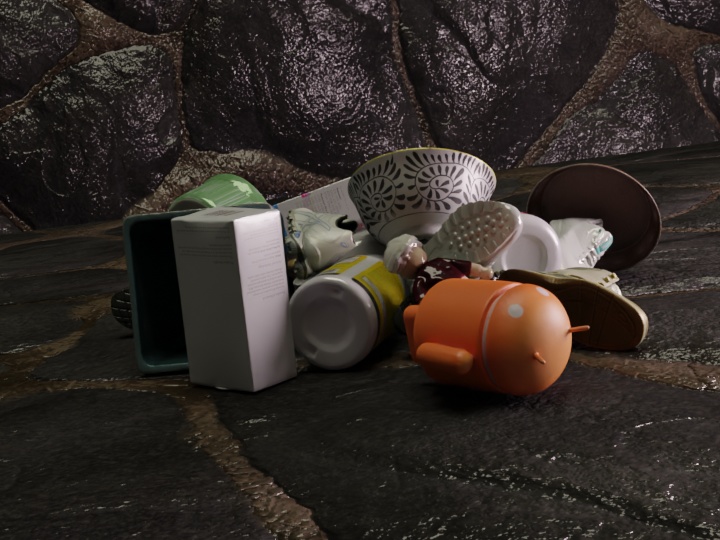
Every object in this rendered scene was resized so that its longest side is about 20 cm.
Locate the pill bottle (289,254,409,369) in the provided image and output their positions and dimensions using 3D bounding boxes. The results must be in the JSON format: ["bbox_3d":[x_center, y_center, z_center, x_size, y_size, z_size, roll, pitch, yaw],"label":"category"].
[{"bbox_3d":[-0.008,0.044,1.408,0.113,0.116,0.200,-3,10,19],"label":"pill bottle"}]

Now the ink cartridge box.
[{"bbox_3d":[-0.051,-0.079,1.688,0.198,0.068,0.115,-20,-9,1],"label":"ink cartridge box"}]

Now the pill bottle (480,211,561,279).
[{"bbox_3d":[0.195,-0.030,1.559,0.111,0.114,0.200,-8,10,-9],"label":"pill bottle"}]

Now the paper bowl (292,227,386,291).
[{"bbox_3d":[0.000,0.000,1.617,0.199,0.105,0.201,-16,9,3],"label":"paper bowl"}]

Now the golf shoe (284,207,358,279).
[{"bbox_3d":[-0.047,-0.044,1.508,0.096,0.079,0.200,-19,19,1],"label":"golf shoe"}]

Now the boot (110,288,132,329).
[{"bbox_3d":[-0.282,0.053,1.726,0.198,0.069,0.131,-1,3,-15],"label":"boot"}]

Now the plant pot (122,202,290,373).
[{"bbox_3d":[-0.179,0.016,1.488,0.194,0.199,0.200,-5,3,8],"label":"plant pot"}]

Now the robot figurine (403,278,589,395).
[{"bbox_3d":[0.136,0.066,1.172,0.143,0.118,0.199,27,-15,-40],"label":"robot figurine"}]

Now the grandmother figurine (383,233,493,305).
[{"bbox_3d":[0.107,0.026,1.318,0.199,0.061,0.121,37,36,20],"label":"grandmother figurine"}]

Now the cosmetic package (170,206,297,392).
[{"bbox_3d":[-0.146,0.033,1.313,0.112,0.202,0.081,5,15,40],"label":"cosmetic package"}]

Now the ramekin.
[{"bbox_3d":[-0.240,-0.054,1.911,0.199,0.202,0.097,2,20,41],"label":"ramekin"}]

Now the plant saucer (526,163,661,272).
[{"bbox_3d":[0.346,-0.083,1.675,0.198,0.201,0.035,-2,39,25],"label":"plant saucer"}]

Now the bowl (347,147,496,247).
[{"bbox_3d":[0.082,-0.070,1.490,0.198,0.095,0.201,0,-25,0],"label":"bowl"}]

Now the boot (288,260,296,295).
[{"bbox_3d":[-0.107,0.014,1.787,0.199,0.074,0.155,7,17,43],"label":"boot"}]

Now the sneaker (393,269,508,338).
[{"bbox_3d":[0.119,0.057,1.403,0.199,0.079,0.085,-7,-19,-38],"label":"sneaker"}]

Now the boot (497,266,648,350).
[{"bbox_3d":[0.283,0.039,1.367,0.199,0.073,0.154,18,13,40],"label":"boot"}]

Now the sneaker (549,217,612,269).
[{"bbox_3d":[0.311,-0.026,1.583,0.088,0.076,0.201,-13,27,16],"label":"sneaker"}]

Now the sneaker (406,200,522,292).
[{"bbox_3d":[0.141,-0.027,1.415,0.080,0.077,0.200,6,-27,-36],"label":"sneaker"}]
